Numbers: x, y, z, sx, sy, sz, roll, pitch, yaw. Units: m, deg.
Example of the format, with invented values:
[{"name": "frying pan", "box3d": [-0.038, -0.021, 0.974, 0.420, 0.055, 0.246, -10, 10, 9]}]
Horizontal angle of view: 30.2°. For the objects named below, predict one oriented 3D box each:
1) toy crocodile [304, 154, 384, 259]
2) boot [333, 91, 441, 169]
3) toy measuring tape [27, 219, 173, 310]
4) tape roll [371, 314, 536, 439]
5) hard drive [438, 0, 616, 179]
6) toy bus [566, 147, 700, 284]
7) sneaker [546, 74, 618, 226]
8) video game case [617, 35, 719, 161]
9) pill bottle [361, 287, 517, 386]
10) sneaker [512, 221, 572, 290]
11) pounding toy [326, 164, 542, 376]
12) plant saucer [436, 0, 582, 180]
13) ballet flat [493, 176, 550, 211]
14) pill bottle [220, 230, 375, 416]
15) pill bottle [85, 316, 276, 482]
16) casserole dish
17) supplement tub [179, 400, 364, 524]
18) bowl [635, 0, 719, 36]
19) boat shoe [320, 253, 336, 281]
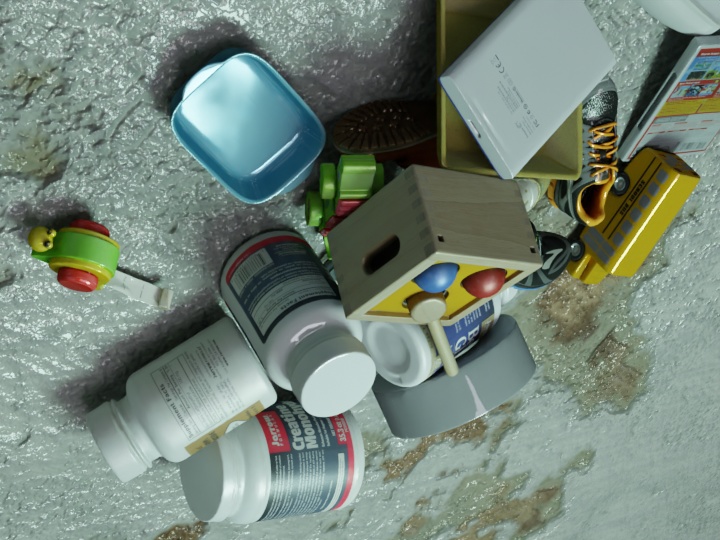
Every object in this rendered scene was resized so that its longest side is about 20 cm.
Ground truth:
[{"name": "toy crocodile", "box3d": [-0.017, -0.071, 1.445, 0.067, 0.063, 0.200, 1, 160, -13]}, {"name": "boot", "box3d": [0.055, -0.133, 1.476, 0.198, 0.075, 0.108, -12, 138, -27]}, {"name": "toy measuring tape", "box3d": [-0.254, -0.002, 1.375, 0.199, 0.074, 0.074, 28, 109, -43]}, {"name": "tape roll", "box3d": [0.114, 0.129, 1.652, 0.199, 0.200, 0.067, -27, 100, -11]}, {"name": "hard drive", "box3d": [0.180, -0.212, 1.416, 0.200, 0.025, 0.133, -47, 114, -25]}, {"name": "toy bus", "box3d": [0.346, -0.062, 1.720, 0.065, 0.078, 0.201, 5, 125, -43]}, {"name": "sneaker", "box3d": [0.282, -0.144, 1.614, 0.077, 0.077, 0.202, -15, 132, -20]}, {"name": "video game case", "box3d": [0.419, -0.212, 1.652, 0.141, 0.018, 0.201, -8, 146, -29]}, {"name": "pill bottle", "box3d": [0.099, 0.045, 1.605, 0.199, 0.111, 0.112, -33, 143, -36]}, {"name": "sneaker", "box3d": [0.189, -0.024, 1.577, 0.198, 0.072, 0.082, 5, 153, -44]}, {"name": "pounding toy", "box3d": [0.079, 0.007, 1.427, 0.182, 0.144, 0.200, 5, 150, -39]}, {"name": "plant saucer", "box3d": [0.151, -0.200, 1.441, 0.198, 0.048, 0.203, 0, 89, -35]}, {"name": "ballet flat", "box3d": [0.158, -0.085, 1.589, 0.198, 0.071, 0.071, -4, 129, -32]}, {"name": "pill bottle", "box3d": [-0.066, 0.061, 1.466, 0.118, 0.201, 0.121, -18, 136, -19]}, {"name": "pill bottle", "box3d": [-0.204, 0.150, 1.516, 0.199, 0.115, 0.115, -31, 138, -6]}, {"name": "casserole dish", "box3d": [-0.118, -0.151, 1.365, 0.121, 0.039, 0.200, -41, 137, 4]}, {"name": "supplement tub", "box3d": [-0.107, 0.232, 1.635, 0.198, 0.141, 0.142, -2, 128, -33]}, {"name": "bowl", "box3d": [0.397, -0.363, 1.500, 0.199, 0.075, 0.200, 25, 112, -44]}, {"name": "boat shoe", "box3d": [0.000, 0.000, 1.560, 0.072, 0.062, 0.201, 16, 117, -44]}]
